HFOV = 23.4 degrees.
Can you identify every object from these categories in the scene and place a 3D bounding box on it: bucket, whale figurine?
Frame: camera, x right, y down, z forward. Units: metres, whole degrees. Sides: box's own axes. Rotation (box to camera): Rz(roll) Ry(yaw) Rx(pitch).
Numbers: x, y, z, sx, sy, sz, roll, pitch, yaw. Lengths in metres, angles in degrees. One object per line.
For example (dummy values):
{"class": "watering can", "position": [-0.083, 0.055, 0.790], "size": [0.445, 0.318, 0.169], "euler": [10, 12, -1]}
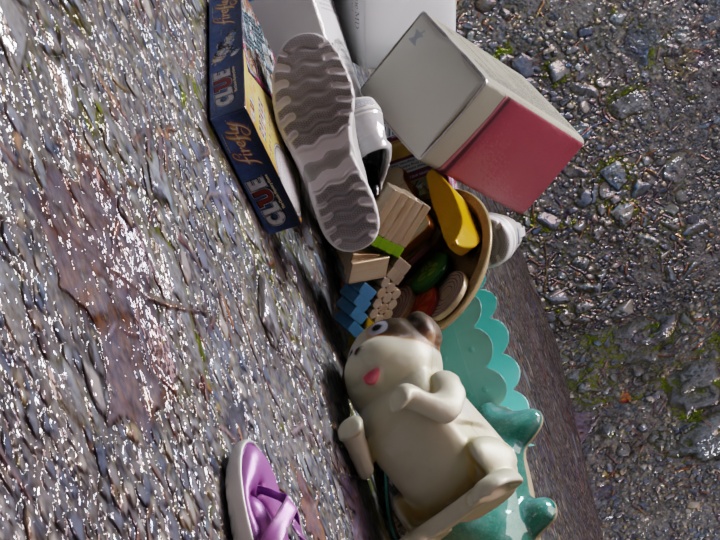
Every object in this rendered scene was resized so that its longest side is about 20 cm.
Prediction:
{"class": "bucket", "position": [0.096, 0.112, 1.883], "size": [0.207, 0.134, 0.209], "euler": [-17, 90, -81]}
{"class": "whale figurine", "position": [0.118, 0.224, 1.726], "size": [0.104, 0.158, 0.202], "euler": [32, 70, -50]}

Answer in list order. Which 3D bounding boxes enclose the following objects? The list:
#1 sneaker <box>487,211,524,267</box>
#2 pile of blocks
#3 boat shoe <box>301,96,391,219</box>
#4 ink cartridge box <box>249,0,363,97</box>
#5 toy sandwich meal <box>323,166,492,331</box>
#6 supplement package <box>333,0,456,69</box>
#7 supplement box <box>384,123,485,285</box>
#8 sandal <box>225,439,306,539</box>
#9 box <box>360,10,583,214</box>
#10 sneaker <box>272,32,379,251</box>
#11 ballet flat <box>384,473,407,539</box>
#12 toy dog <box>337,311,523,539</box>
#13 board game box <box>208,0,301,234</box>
{"class": "sneaker", "position": [0.082, -0.030, 1.865], "size": [0.082, 0.198, 0.075], "euler": [-15, 107, -60]}
{"class": "pile of blocks", "position": [0.000, 0.000, 1.670], "size": [0.062, 0.082, 0.201], "euler": [37, -58, 42]}
{"class": "boat shoe", "position": [-0.006, -0.088, 1.690], "size": [0.069, 0.071, 0.200], "euler": [67, -26, 24]}
{"class": "ink cartridge box", "position": [-0.060, -0.221, 1.754], "size": [0.145, 0.083, 0.202], "euler": [-36, 108, -82]}
{"class": "toy sandwich meal", "position": [0.045, -0.017, 1.747], "size": [0.070, 0.204, 0.206], "euler": [38, 30, -37]}
{"class": "supplement package", "position": [0.007, -0.305, 1.882], "size": [0.200, 0.116, 0.118], "euler": [36, -49, 54]}
{"class": "supplement box", "position": [0.049, -0.068, 1.962], "size": [0.103, 0.130, 0.201], "euler": [-89, 159, -63]}
{"class": "sandal", "position": [-0.049, 0.199, 1.149], "size": [0.083, 0.049, 0.204], "euler": [62, 14, -47]}
{"class": "box", "position": [0.117, -0.160, 1.808], "size": [0.199, 0.109, 0.128], "euler": [23, 23, -49]}
{"class": "sneaker", "position": [-0.038, -0.114, 1.581], "size": [0.082, 0.074, 0.202], "euler": [176, -98, -83]}
{"class": "ballet flat", "position": [0.047, 0.168, 1.705], "size": [0.072, 0.071, 0.202], "euler": [57, 18, -57]}
{"class": "toy dog", "position": [0.062, 0.135, 1.603], "size": [0.193, 0.139, 0.201], "euler": [-14, 68, -54]}
{"class": "board game box", "position": [-0.096, -0.147, 1.568], "size": [0.201, 0.034, 0.136], "euler": [-96, 165, -51]}
